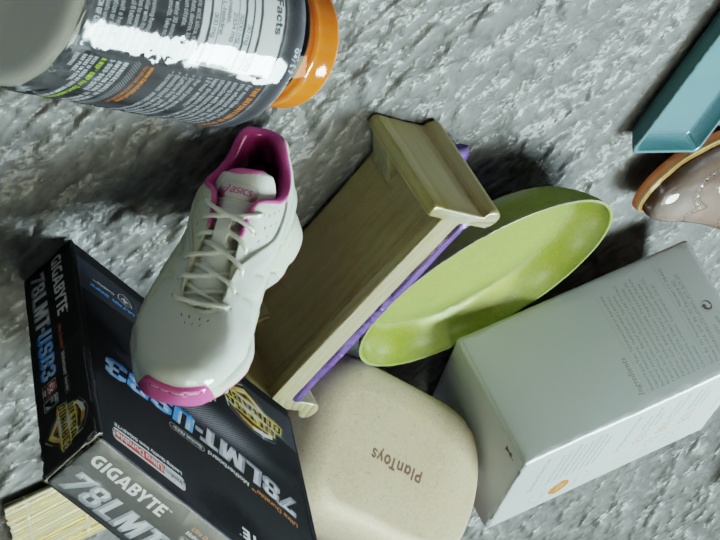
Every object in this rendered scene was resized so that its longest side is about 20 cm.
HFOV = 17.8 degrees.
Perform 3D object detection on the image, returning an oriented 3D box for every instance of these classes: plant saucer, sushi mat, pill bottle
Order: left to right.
[{"bbox_3d":[-0.156,0.148,1.621,0.199,0.012,0.096,-24,149,-14],"label":"sushi mat"},{"bbox_3d":[-0.100,-0.129,1.158,0.199,0.106,0.106,8,132,-49],"label":"pill bottle"},{"bbox_3d":[0.080,-0.001,1.572,0.199,0.031,0.200,-27,161,-10],"label":"plant saucer"},{"bbox_3d":[0.254,-0.155,1.547,0.070,0.019,0.200,-3,141,-41],"label":"plant saucer"}]

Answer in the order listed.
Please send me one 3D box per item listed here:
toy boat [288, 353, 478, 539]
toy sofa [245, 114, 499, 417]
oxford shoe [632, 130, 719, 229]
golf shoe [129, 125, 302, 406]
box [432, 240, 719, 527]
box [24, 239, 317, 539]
[{"bbox_3d":[-0.012,0.141,1.651,0.200,0.130,0.131,31,70,-38],"label":"toy boat"},{"bbox_3d":[0.000,0.000,1.473,0.097,0.083,0.200,11,130,-49],"label":"toy sofa"},{"bbox_3d":[0.285,-0.056,1.668,0.199,0.073,0.071,-9,144,-34],"label":"oxford shoe"},{"bbox_3d":[-0.084,-0.006,1.323,0.075,0.200,0.092,12,130,6],"label":"golf shoe"},{"bbox_3d":[0.168,0.086,1.713,0.199,0.107,0.152,-22,161,-17],"label":"box"},{"bbox_3d":[-0.107,0.102,1.339,0.050,0.199,0.200,-41,121,14],"label":"box"}]
